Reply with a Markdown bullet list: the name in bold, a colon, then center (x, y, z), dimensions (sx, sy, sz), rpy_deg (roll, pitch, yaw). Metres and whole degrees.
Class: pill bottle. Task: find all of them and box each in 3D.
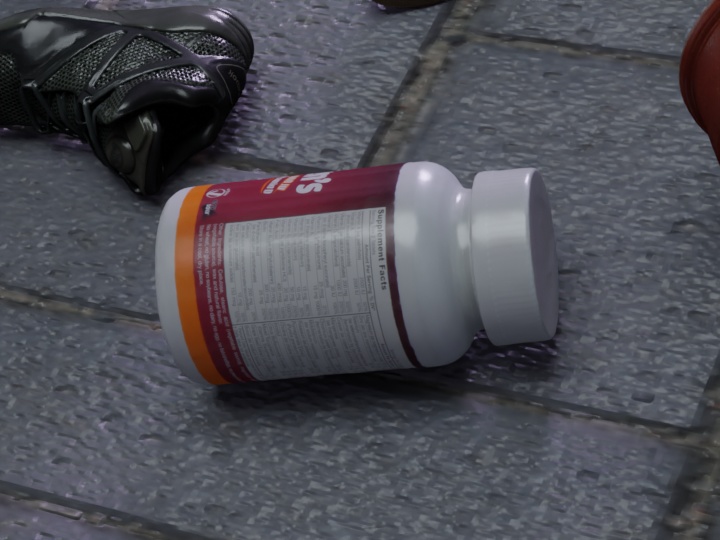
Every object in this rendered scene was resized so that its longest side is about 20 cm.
- **pill bottle**: center (0.000, 0.000, 1.095), dimensions (0.200, 0.110, 0.110), rpy_deg (-6, 50, 14)

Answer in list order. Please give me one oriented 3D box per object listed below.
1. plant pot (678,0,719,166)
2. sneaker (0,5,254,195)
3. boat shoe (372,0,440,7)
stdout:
- **plant pot**: center (0.272, -0.036, 0.993), dimensions (0.200, 0.201, 0.196), rpy_deg (-13, 57, 8)
- **sneaker**: center (-0.170, -0.103, 1.260), dimensions (0.199, 0.076, 0.114), rpy_deg (-1, 45, 11)
- **boat shoe**: center (0.080, -0.238, 1.282), dimensions (0.200, 0.072, 0.068), rpy_deg (-35, 37, 12)
